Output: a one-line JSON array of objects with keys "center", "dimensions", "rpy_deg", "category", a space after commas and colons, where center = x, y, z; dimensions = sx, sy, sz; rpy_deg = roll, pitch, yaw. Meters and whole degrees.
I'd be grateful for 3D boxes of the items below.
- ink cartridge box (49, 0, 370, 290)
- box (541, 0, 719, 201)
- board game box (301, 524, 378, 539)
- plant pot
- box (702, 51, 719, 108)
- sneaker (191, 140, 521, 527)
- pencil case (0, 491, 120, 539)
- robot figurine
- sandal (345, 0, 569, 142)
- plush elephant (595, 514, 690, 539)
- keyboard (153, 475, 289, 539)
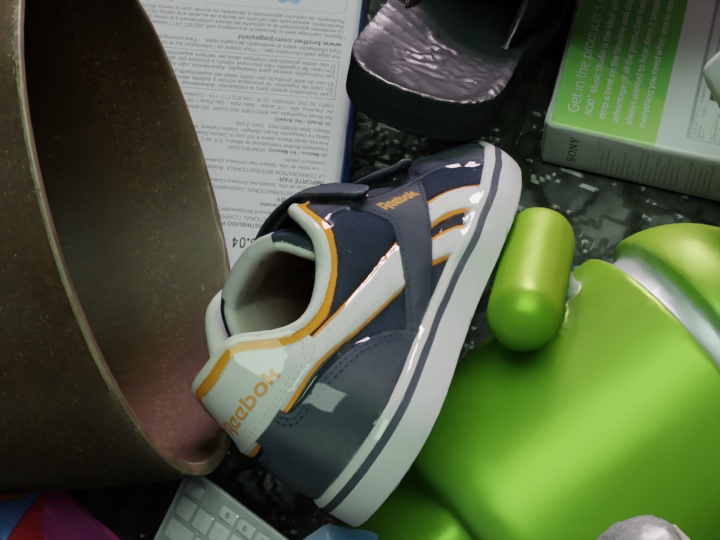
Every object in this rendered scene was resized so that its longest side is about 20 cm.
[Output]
[{"center": [-0.071, -0.042, 1.085], "dimensions": [0.136, 0.076, 0.201], "rpy_deg": [5, 62, 3], "category": "ink cartridge box"}, {"center": [0.184, -0.089, 1.139], "dimensions": [0.199, 0.036, 0.145], "rpy_deg": [14, 63, 4], "category": "box"}, {"center": [-0.023, 0.209, 0.936], "dimensions": [0.151, 0.037, 0.201], "rpy_deg": [-35, 61, 24], "category": "board game box"}, {"center": [-0.166, 0.001, 0.951], "dimensions": [0.199, 0.187, 0.188], "rpy_deg": [-15, 63, 12], "category": "plant pot"}, {"center": [0.264, -0.039, 1.000], "dimensions": [0.198, 0.131, 0.201], "rpy_deg": [-20, 78, -39], "category": "box"}, {"center": [0.000, 0.000, 0.973], "dimensions": [0.079, 0.079, 0.200], "rpy_deg": [32, 32, -6], "category": "sneaker"}, {"center": [-0.165, 0.155, 0.980], "dimensions": [0.088, 0.088, 0.200], "rpy_deg": [30, 65, 14], "category": "pencil case"}, {"center": [0.090, 0.063, 1.005], "dimensions": [0.200, 0.116, 0.176], "rpy_deg": [-36, 107, -9], "category": "robot figurine"}, {"center": [0.044, -0.110, 1.087], "dimensions": [0.075, 0.048, 0.201], "rpy_deg": [16, 28, 1], "category": "sandal"}, {"center": [0.182, 0.157, 0.838], "dimensions": [0.154, 0.165, 0.201], "rpy_deg": [-24, 108, -10], "category": "plush elephant"}, {"center": [0.000, 0.138, 0.907], "dimensions": [0.200, 0.011, 0.056], "rpy_deg": [34, 97, 34], "category": "keyboard"}]
